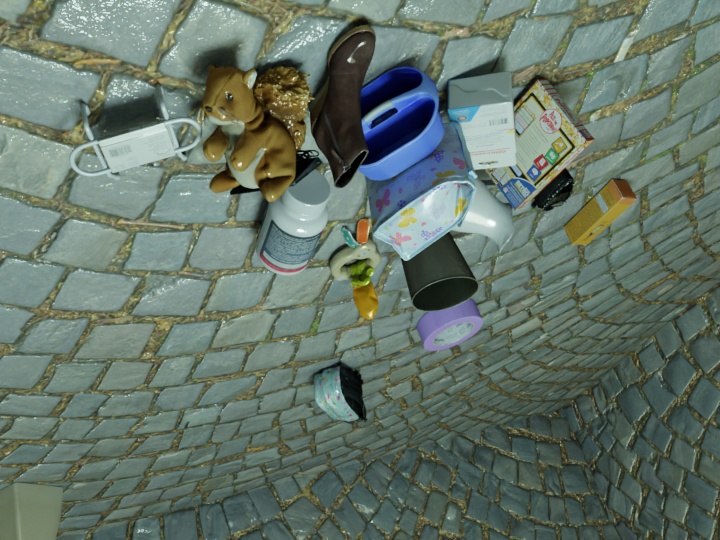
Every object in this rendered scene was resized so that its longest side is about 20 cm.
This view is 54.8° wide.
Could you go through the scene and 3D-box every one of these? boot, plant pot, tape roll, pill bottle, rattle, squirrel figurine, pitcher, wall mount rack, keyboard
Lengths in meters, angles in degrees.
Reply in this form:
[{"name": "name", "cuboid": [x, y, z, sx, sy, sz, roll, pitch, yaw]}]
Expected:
[{"name": "boot", "cuboid": [-0.011, -0.251, 1.079, 0.071, 0.170, 0.201, 0, 146, -34]}, {"name": "plant pot", "cuboid": [-1.041, 0.781, 2.122, 0.197, 0.180, 0.200, -28, 152, 11]}, {"name": "tape roll", "cuboid": [0.272, 0.166, 2.119, 0.195, 0.067, 0.202, -17, 151, -9]}, {"name": "boot", "cuboid": [0.378, -0.231, 1.396, 0.071, 0.166, 0.200, -11, 151, -22]}, {"name": "pill bottle", "cuboid": [-0.125, -0.094, 1.320, 0.117, 0.122, 0.201, -6, 149, -26]}, {"name": "rattle", "cuboid": [0.000, 0.000, 1.563, 0.126, 0.147, 0.201, 7, 151, -12]}, {"name": "squirrel figurine", "cuboid": [-0.162, -0.235, 1.058, 0.201, 0.139, 0.190, -48, 136, -29]}, {"name": "pitcher", "cuboid": [0.228, -0.149, 1.427, 0.196, 0.174, 0.122, 26, 140, 1]}, {"name": "wall mount rack", "cuboid": [-0.337, -0.190, 1.060, 0.195, 0.076, 0.176, -17, 148, -9]}, {"name": "keyboard", "cuboid": [-0.145, -0.174, 1.169, 0.197, 0.040, 0.104, 1, -143, 48]}]

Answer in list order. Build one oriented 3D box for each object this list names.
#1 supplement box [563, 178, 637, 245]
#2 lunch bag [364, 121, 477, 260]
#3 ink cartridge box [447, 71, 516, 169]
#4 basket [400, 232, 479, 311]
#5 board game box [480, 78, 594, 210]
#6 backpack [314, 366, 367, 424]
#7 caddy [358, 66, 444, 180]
[{"name": "supplement box", "cuboid": [0.625, -0.149, 1.824, 0.065, 0.070, 0.201, -1, 144, -33]}, {"name": "lunch bag", "cuboid": [0.115, -0.146, 1.224, 0.199, 0.173, 0.126, -37, 131, 27]}, {"name": "ink cartridge box", "cuboid": [0.230, -0.271, 1.289, 0.112, 0.070, 0.201, -3, 155, 14]}, {"name": "basket", "cuboid": [0.155, -0.033, 1.540, 0.177, 0.204, 0.136, 5, 144, -39]}, {"name": "board game box", "cuboid": [0.331, -0.242, 1.352, 0.046, 0.153, 0.200, -20, 160, -47]}, {"name": "backpack", "cuboid": [-0.062, 0.384, 2.166, 0.124, 0.170, 0.201, -21, 147, 11]}, {"name": "caddy", "cuboid": [0.045, -0.246, 1.158, 0.197, 0.144, 0.105, -30, 156, 14]}]
